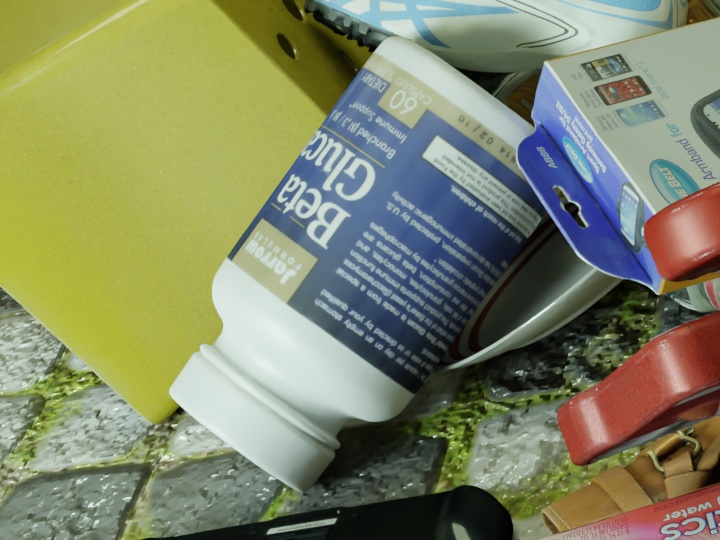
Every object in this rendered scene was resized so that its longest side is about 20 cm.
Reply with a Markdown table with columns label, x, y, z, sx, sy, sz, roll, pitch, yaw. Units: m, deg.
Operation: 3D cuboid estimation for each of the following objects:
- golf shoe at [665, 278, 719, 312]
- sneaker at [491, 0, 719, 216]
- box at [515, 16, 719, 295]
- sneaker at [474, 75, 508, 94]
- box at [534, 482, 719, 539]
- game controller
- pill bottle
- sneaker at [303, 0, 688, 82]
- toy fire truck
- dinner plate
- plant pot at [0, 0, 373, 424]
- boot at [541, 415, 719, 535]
| label | x | y | z | sx | sy | sz | roll | pitch | yaw |
| --- | --- | --- | --- | --- | --- | --- | --- | --- | --- |
| golf shoe | 0.215 | -0.054 | 1.438 | 0.200 | 0.073 | 0.092 | -37 | 31 | -24 |
| sneaker | 0.117 | -0.107 | 1.513 | 0.200 | 0.076 | 0.088 | -43 | 10 | -12 |
| box | 0.172 | -0.060 | 1.337 | 0.199 | 0.042 | 0.119 | -15 | 51 | -25 |
| sneaker | 0.026 | -0.066 | 1.554 | 0.200 | 0.100 | 0.069 | -35 | 30 | -24 |
| box | 0.171 | 0.139 | 1.124 | 0.199 | 0.095 | 0.103 | -18 | 28 | 6 |
| game controller | -0.031 | 0.141 | 1.325 | 0.199 | 0.042 | 0.104 | -10 | 17 | 19 |
| pill bottle | 0.000 | 0.000 | 1.398 | 0.200 | 0.111 | 0.111 | -55 | 34 | 0 |
| sneaker | 0.066 | -0.130 | 1.439 | 0.199 | 0.072 | 0.073 | 7 | 80 | 28 |
| toy fire truck | 0.182 | 0.017 | 1.147 | 0.199 | 0.113 | 0.168 | -21 | -8 | -15 |
| dinner plate | 0.109 | -0.015 | 1.435 | 0.200 | 0.024 | 0.200 | -40 | 11 | 9 |
| plant pot | -0.098 | -0.083 | 1.510 | 0.176 | 0.200 | 0.200 | -36 | 23 | 23 |
| boot | 0.149 | 0.077 | 1.270 | 0.154 | 0.074 | 0.200 | -25 | 26 | 2 |
